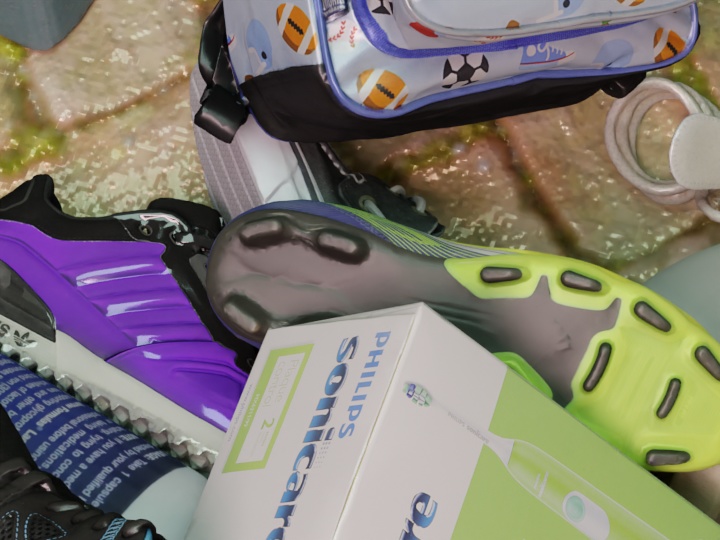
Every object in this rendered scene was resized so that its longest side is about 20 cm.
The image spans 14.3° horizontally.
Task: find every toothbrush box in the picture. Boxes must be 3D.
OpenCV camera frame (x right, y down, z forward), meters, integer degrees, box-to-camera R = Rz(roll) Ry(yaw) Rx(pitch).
[{"bbox_3d":[0.039,0.125,0.958,0.086,0.200,0.146,-9,52,48],"label":"toothbrush box"}]

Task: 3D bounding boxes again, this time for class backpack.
[{"bbox_3d":[0.032,-0.154,1.055,0.199,0.154,0.191,-11,84,-33],"label":"backpack"}]

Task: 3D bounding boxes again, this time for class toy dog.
[{"bbox_3d":[0.142,-0.005,1.075,0.131,0.096,0.201,14,65,8],"label":"toy dog"}]

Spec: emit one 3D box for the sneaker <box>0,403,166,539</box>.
[{"bbox_3d":[-0.087,0.099,0.892,0.082,0.073,0.200,-43,52,13],"label":"sneaker"}]

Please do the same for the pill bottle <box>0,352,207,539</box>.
[{"bbox_3d":[-0.118,0.101,1.018,0.200,0.116,0.116,29,68,15],"label":"pill bottle"}]

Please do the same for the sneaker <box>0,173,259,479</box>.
[{"bbox_3d":[-0.067,0.024,1.080,0.200,0.070,0.100,29,68,14],"label":"sneaker"}]

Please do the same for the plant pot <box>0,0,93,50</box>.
[{"bbox_3d":[-0.164,-0.249,1.148,0.196,0.200,0.196,28,68,15],"label":"plant pot"}]

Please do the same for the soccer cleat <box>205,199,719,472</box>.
[{"bbox_3d":[0.043,0.019,1.013,0.199,0.084,0.065,16,94,7],"label":"soccer cleat"}]

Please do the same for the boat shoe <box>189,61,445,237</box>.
[{"bbox_3d":[0.000,0.000,1.100,0.071,0.072,0.200,-23,76,-18],"label":"boat shoe"}]
